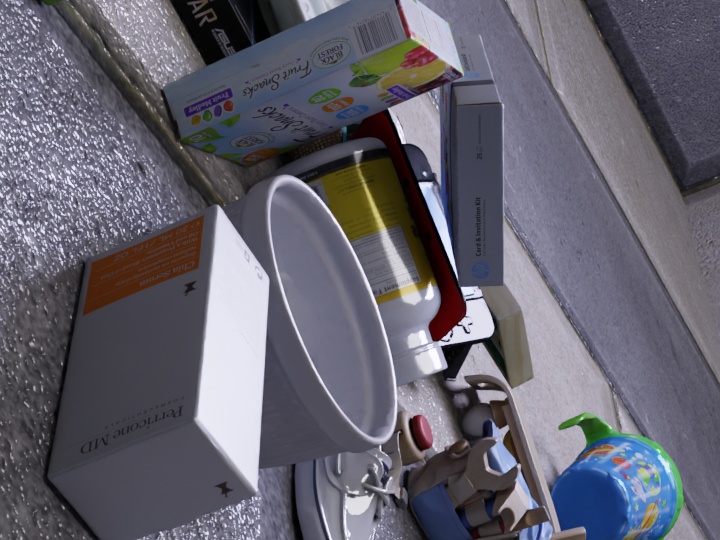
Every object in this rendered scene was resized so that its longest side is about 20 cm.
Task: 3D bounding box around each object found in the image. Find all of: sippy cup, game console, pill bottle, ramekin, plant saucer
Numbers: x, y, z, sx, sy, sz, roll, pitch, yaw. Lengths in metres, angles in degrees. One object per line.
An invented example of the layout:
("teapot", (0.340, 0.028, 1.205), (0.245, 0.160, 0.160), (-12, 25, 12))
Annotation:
("sippy cup", (0.276, 0.256, 2.120), (0.178, 0.140, 0.130), (34, 18, 22))
("game console", (0.067, -0.039, 1.668), (0.172, 0.119, 0.200), (-7, 72, -50))
("pill bottle", (0.000, 0.000, 1.565), (0.200, 0.112, 0.112), (70, 16, 3))
("ramekin", (-0.063, 0.043, 1.327), (0.200, 0.105, 0.200), (58, 19, -34))
("plant saucer", (-0.046, -0.225, 1.649), (0.200, 0.050, 0.200), (-21, 90, -74))

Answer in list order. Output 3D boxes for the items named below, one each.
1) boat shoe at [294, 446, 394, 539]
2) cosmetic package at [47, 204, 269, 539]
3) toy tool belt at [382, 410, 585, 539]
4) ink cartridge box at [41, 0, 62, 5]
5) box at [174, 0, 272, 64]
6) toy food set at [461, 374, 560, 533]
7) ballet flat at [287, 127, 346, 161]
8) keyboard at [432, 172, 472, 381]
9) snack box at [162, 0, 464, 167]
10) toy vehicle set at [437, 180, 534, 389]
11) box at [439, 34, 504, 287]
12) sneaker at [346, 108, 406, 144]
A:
("boat shoe", (-0.008, 0.155, 1.430), (0.074, 0.065, 0.200), (51, 24, -47))
("cosmetic package", (-0.117, 0.060, 1.142), (0.071, 0.101, 0.200), (57, 20, -34))
("toy tool belt", (0.109, 0.188, 1.662), (0.200, 0.123, 0.125), (61, 18, -25))
("ink cartridge box", (-0.225, -0.306, 1.290), (0.148, 0.076, 0.200), (48, 28, -51))
("box", (-0.117, -0.247, 1.618), (0.200, 0.044, 0.160), (62, 18, -24))
("toy food set", (0.150, 0.203, 1.914), (0.144, 0.060, 0.200), (45, 28, -79))
("ballet flat", (-0.052, -0.151, 1.702), (0.065, 0.071, 0.200), (30, 31, -24))
("keyboard", (0.069, 0.015, 1.834), (0.127, 0.021, 0.200), (110, -26, -55))
("snack box", (-0.034, -0.148, 1.485), (0.142, 0.200, 0.053), (19, 51, -69))
("toy vehicle set", (0.111, 0.009, 1.898), (0.200, 0.026, 0.124), (59, -9, 37))
("box", (0.092, -0.096, 1.586), (0.200, 0.041, 0.156), (-92, 180, -67))
("sneaker", (0.009, -0.086, 1.778), (0.200, 0.074, 0.079), (68, 21, -4))
